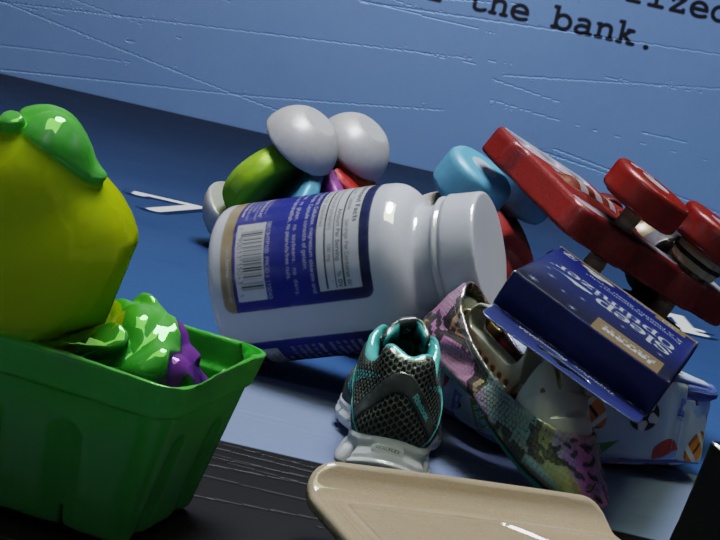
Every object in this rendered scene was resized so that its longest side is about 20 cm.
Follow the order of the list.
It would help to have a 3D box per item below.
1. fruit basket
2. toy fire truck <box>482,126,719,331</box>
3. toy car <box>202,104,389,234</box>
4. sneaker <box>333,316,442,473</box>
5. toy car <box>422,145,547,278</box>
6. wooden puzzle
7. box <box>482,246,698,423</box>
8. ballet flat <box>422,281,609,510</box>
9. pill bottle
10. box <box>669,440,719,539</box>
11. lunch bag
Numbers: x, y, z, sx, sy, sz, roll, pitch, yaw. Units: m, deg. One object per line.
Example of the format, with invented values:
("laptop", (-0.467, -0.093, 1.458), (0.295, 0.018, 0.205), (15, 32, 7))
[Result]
("fruit basket", (-0.157, 0.014, 0.859), (0.214, 0.218, 0.155), (15, 9, 15))
("toy fire truck", (0.198, -0.032, 1.328), (0.199, 0.112, 0.168), (26, 18, -35))
("toy car", (-0.052, -0.067, 1.775), (0.199, 0.175, 0.151), (1, 50, -53))
("sneaker", (0.027, 0.073, 1.110), (0.077, 0.092, 0.200), (13, 9, -4))
("toy car", (0.112, 0.034, 1.386), (0.200, 0.185, 0.176), (49, 25, 24))
("wooden puzzle", (0.081, 0.159, 0.849), (0.183, 0.038, 0.200), (10, 14, -21))
("box", (0.155, 0.038, 1.121), (0.121, 0.033, 0.200), (36, 16, 10))
("ballet flat", (0.104, 0.072, 1.106), (0.069, 0.072, 0.200), (15, 24, -40))
("pill bottle", (0.000, 0.000, 1.245), (0.198, 0.121, 0.120), (-7, 2, 19))
("box", (0.281, 0.159, 0.900), (0.199, 0.080, 0.141), (6, 21, -38))
("lunch bag", (0.148, 0.087, 1.257), (0.198, 0.076, 0.160), (11, 7, -16))
